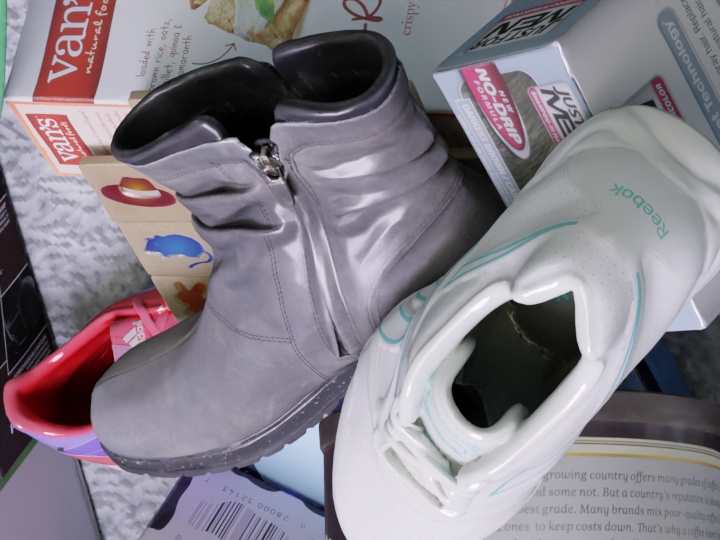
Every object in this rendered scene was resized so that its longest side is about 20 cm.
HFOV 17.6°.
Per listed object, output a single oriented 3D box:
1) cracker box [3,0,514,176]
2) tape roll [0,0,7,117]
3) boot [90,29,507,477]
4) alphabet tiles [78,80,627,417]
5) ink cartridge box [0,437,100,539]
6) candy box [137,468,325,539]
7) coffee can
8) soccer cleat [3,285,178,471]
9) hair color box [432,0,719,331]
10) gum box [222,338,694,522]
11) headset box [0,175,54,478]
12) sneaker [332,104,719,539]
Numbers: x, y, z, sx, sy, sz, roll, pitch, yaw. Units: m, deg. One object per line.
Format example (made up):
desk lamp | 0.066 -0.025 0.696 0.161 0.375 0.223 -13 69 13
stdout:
cracker box | -0.011 -0.100 0.802 0.198 0.135 0.058 2 153 18
tape roll | -0.153 -0.146 0.792 0.048 0.201 0.202 -4 121 -13
boot | -0.040 -0.009 0.762 0.199 0.070 0.132 -24 130 29
alphabet tiles | 0.000 0.000 0.815 0.165 0.006 0.200 0 145 22
ink cartridge box | -0.234 0.131 1.004 0.198 0.145 0.085 -4 116 21
candy box | -0.013 0.195 0.955 0.199 0.072 0.169 24 123 5
coffee can | 0.059 0.151 0.807 0.145 0.146 0.202 -6 77 22
soccer cleat | -0.055 0.025 0.918 0.199 0.073 0.069 -29 64 32
hair color box | 0.123 -0.077 0.732 0.060 0.200 0.099 -7 119 52
gum box | 0.056 0.109 0.953 0.199 0.045 0.171 -22 109 27
headset box | -0.225 -0.014 0.961 0.148 0.077 0.201 -4 116 20
sneaker | 0.031 0.034 0.675 0.070 0.080 0.201 39 136 5
